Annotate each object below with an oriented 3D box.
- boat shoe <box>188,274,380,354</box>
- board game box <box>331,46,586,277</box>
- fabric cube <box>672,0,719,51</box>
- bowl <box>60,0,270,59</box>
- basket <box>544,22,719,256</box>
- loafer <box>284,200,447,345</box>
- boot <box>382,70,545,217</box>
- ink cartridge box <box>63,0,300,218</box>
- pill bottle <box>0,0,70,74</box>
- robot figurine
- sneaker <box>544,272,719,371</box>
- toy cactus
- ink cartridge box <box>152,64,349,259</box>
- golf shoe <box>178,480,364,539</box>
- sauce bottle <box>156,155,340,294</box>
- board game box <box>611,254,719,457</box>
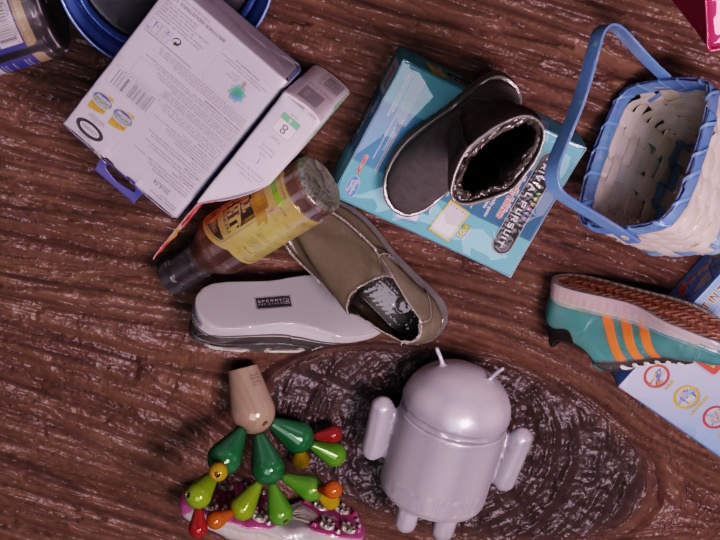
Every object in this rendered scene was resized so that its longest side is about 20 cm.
[{"bbox_3d":[-0.072,0.047,1.662,0.199,0.071,0.064,3,148,-14],"label":"boat shoe"},{"bbox_3d":[0.092,-0.102,1.605,0.199,0.047,0.151,24,111,-14],"label":"board game box"},{"bbox_3d":[0.361,-0.325,1.432,0.195,0.200,0.201,-8,116,2],"label":"fabric cube"},{"bbox_3d":[-0.176,-0.279,1.509,0.199,0.039,0.202,-2,116,-3],"label":"bowl"},{"bbox_3d":[0.258,-0.105,1.539,0.200,0.139,0.177,36,68,-36],"label":"basket"},{"bbox_3d":[0.000,0.000,1.617,0.200,0.070,0.075,37,108,1],"label":"loafer"},{"bbox_3d":[0.088,-0.091,1.473,0.072,0.200,0.182,34,108,-17],"label":"boot"},{"bbox_3d":[-0.168,-0.144,1.495,0.136,0.076,0.200,40,107,-3],"label":"ink cartridge box"},{"bbox_3d":[-0.368,-0.218,1.486,0.199,0.112,0.112,-16,116,4],"label":"pill bottle"},{"bbox_3d":[0.087,0.175,1.700,0.169,0.113,0.201,11,114,-7],"label":"robot figurine"},{"bbox_3d":[0.275,0.066,1.648,0.199,0.071,0.080,19,115,28],"label":"sneaker"},{"bbox_3d":[-0.099,0.178,1.688,0.199,0.102,0.166,-14,89,-28],"label":"toy cactus"},{"bbox_3d":[-0.098,-0.091,1.535,0.050,0.161,0.200,38,108,-3],"label":"ink cartridge box"},{"bbox_3d":[-0.099,0.281,1.764,0.199,0.075,0.092,14,117,-9],"label":"golf shoe"},{"bbox_3d":[-0.112,-0.037,1.598,0.200,0.065,0.065,-31,114,26],"label":"sauce bottle"},{"bbox_3d":[0.393,0.086,1.708,0.195,0.056,0.200,34,109,-17],"label":"board game box"}]
